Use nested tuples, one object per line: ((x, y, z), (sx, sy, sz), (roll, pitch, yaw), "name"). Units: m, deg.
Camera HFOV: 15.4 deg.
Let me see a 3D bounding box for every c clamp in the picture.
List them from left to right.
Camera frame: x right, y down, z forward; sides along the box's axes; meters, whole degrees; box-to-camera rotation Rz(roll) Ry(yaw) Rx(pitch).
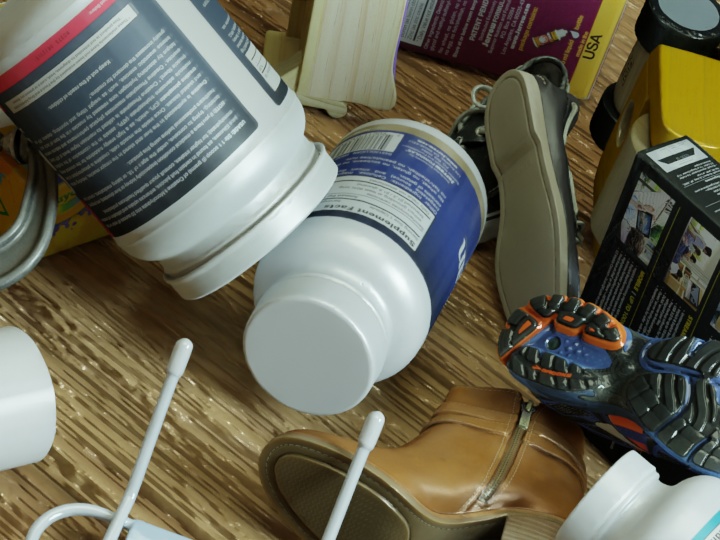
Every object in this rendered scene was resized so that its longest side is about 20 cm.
((-0.268, -0.062, 1.609), (0.199, 0.027, 0.172), (9, 60, 16), "c clamp")

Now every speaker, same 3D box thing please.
((-0.267, 0.086, 1.448), (0.199, 0.082, 0.081), (-13, 47, -36), "speaker")

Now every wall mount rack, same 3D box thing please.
((-0.075, 0.141, 1.448), (0.199, 0.075, 0.174), (21, 52, 2), "wall mount rack")

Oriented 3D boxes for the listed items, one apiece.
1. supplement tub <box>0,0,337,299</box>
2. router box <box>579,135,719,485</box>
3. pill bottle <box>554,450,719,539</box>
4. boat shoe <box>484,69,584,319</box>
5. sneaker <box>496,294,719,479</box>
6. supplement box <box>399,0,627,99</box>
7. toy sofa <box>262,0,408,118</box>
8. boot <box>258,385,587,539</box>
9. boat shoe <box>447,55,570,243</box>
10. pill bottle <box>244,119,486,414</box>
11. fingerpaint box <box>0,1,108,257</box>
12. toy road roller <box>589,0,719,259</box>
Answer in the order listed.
((-0.122, -0.097, 1.575), (0.200, 0.140, 0.141), (50, 35, -13), "supplement tub")
((0.200, 0.043, 1.612), (0.051, 0.201, 0.149), (-18, 51, -38), "router box")
((0.204, 0.191, 1.479), (0.200, 0.111, 0.111), (41, 41, 14), "pill bottle")
((0.129, -0.038, 1.759), (0.062, 0.073, 0.201), (11, 61, -32), "boat shoe")
((0.177, 0.076, 1.562), (0.199, 0.078, 0.076), (28, 76, 31), "sneaker")
((0.093, -0.224, 1.989), (0.199, 0.104, 0.131), (16, 37, -6), "supplement box")
((-0.009, -0.211, 1.846), (0.097, 0.201, 0.083), (7, 37, -5), "toy sofa")
((0.044, 0.110, 1.558), (0.199, 0.077, 0.156), (21, 38, -3), "boot")
((0.098, -0.089, 1.846), (0.073, 0.068, 0.199), (30, 38, 15), "boat shoe")
((0.000, 0.000, 1.640), (0.111, 0.112, 0.200), (24, 37, 6), "pill bottle")
((-0.188, -0.101, 1.729), (0.199, 0.074, 0.167), (-22, 52, -39), "fingerpaint box")
((0.233, -0.081, 1.728), (0.145, 0.123, 0.201), (17, 42, -6), "toy road roller")
